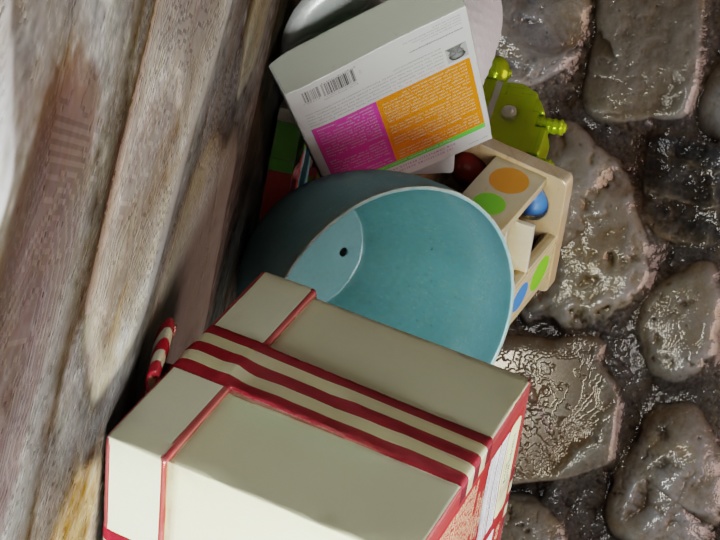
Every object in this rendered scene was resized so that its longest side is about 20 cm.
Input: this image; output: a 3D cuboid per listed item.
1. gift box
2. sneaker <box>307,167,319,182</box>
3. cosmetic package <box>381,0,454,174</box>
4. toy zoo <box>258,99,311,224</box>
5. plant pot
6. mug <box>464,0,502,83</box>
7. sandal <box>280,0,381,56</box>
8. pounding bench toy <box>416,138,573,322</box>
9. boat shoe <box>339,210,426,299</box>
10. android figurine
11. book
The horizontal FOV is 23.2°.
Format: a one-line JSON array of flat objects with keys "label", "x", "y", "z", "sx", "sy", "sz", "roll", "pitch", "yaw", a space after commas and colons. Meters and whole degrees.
[{"label": "gift box", "x": -0.029, "y": 0.125, "z": 0.914, "sx": 0.200, "sy": 0.185, "sz": 0.186, "roll": -46, "pitch": 151, "yaw": -55}, {"label": "sneaker", "x": -0.033, "y": -0.040, "z": 1.493, "sx": 0.078, "sy": 0.090, "sz": 0.200, "roll": -34, "pitch": -163, "yaw": 41}, {"label": "cosmetic package", "x": 0.023, "y": -0.164, "z": 1.346, "sx": 0.201, "sy": 0.100, "sz": 0.072, "roll": 90, "pitch": -3, "yaw": -52}, {"label": "toy zoo", "x": -0.061, "y": -0.044, "z": 1.345, "sx": 0.131, "sy": 0.020, "sz": 0.202, "roll": -72, "pitch": 174, "yaw": -70}, {"label": "plant pot", "x": -0.009, "y": 0.012, "z": 1.244, "sx": 0.135, "sy": 0.198, "sz": 0.202, "roll": 38, "pitch": -58, "yaw": 52}, {"label": "mug", "x": 0.038, "y": -0.215, "z": 1.506, "sx": 0.176, "sy": 0.146, "sz": 0.202, "roll": -68, "pitch": 152, "yaw": -59}, {"label": "sandal", "x": -0.020, "y": -0.153, "z": 1.242, "sx": 0.082, "sy": 0.050, "sz": 0.203, "roll": -34, "pitch": 156, "yaw": -4}, {"label": "pounding bench toy", "x": 0.085, "y": 0.004, "z": 1.473, "sx": 0.156, "sy": 0.123, "sz": 0.201, "roll": -46, "pitch": 153, "yaw": -40}, {"label": "boat shoe", "x": 0.000, "y": 0.000, "z": 1.363, "sx": 0.200, "sy": 0.070, "sz": 0.066, "roll": -53, "pitch": 177, "yaw": 26}, {"label": "android figurine", "x": 0.089, "y": -0.125, "z": 1.614, "sx": 0.041, "sy": 0.198, "sz": 0.183, "roll": 70, "pitch": 36, "yaw": -54}, {"label": "book", "x": 0.018, "y": -0.120, "z": 1.224, "sx": 0.048, "sy": 0.133, "sz": 0.200, "roll": 62, "pitch": -2, "yaw": 20}]
